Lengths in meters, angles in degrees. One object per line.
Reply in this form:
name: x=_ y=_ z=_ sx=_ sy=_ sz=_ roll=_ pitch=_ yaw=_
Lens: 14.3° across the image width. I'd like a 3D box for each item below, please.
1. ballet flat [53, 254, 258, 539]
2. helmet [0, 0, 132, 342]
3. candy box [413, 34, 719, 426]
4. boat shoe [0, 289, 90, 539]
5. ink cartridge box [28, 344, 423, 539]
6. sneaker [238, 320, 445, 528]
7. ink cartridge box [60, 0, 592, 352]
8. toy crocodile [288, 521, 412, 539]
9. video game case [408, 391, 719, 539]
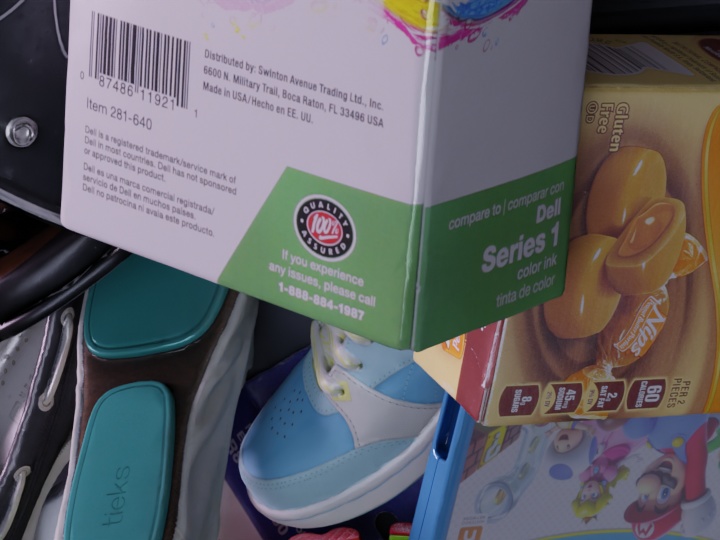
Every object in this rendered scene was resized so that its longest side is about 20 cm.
ballet flat: x=-0.069 y=0.046 z=1.049 sx=0.069 sy=0.201 sz=0.070 roll=6 pitch=146 yaw=4
helmet: x=-0.133 y=-0.084 z=0.989 sx=0.200 sy=0.200 sz=0.190 roll=50 pitch=131 yaw=-3
candy box: x=0.123 y=-0.015 z=0.946 sx=0.199 sy=0.055 sz=0.116 roll=-1 pitch=115 yaw=-27
boat shoe: x=-0.151 y=0.081 z=1.101 sx=0.074 sy=0.060 sz=0.201 roll=41 pitch=103 yaw=30
ink cartridge box: x=-0.041 y=0.154 z=1.130 sx=0.199 sy=0.041 sz=0.200 roll=-31 pitch=96 yaw=24
sneaker: x=0.000 y=0.000 z=1.013 sx=0.200 sy=0.080 sz=0.130 roll=-45 pitch=131 yaw=17
ink cartridge box: x=-0.008 y=-0.096 z=0.847 sx=0.144 sy=0.084 sz=0.201 roll=19 pitch=114 yaw=36
toy crocodile: x=-0.015 y=0.122 z=1.062 sx=0.199 sy=0.068 sz=0.062 roll=-9 pitch=72 yaw=-3
video game case: x=0.099 y=0.021 z=1.000 sx=0.018 sy=0.142 sz=0.201 roll=44 pitch=127 yaw=51
